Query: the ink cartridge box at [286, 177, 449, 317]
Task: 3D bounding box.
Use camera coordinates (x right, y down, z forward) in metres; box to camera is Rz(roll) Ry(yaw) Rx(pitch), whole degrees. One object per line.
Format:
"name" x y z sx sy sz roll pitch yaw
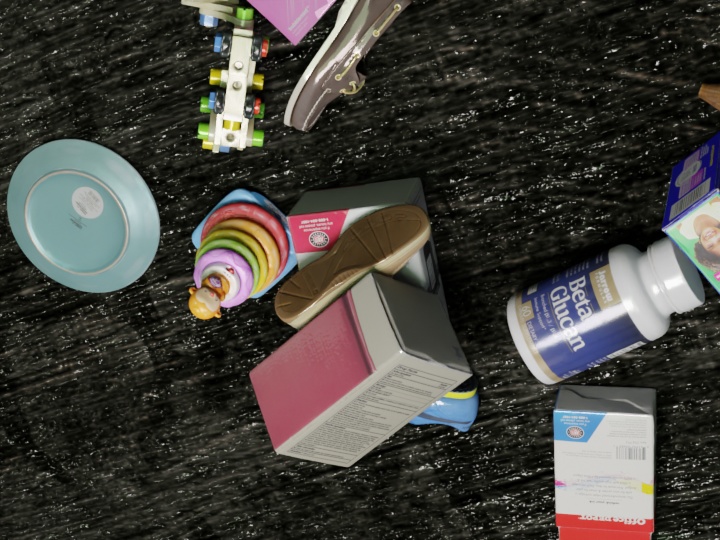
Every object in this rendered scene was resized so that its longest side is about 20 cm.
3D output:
"ink cartridge box" 0.013 0.008 1.649 0.144 0.083 0.201 -6 113 16

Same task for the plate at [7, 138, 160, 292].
"plate" -0.340 -0.061 1.741 0.199 0.026 0.201 6 115 13

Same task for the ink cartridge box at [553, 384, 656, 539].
"ink cartridge box" 0.290 0.239 1.694 0.115 0.067 0.201 2 114 14

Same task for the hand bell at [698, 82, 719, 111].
"hand bell" 0.445 -0.156 1.478 0.199 0.104 0.105 19 118 18

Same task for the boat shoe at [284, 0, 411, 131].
"boat shoe" -0.016 -0.229 1.558 0.059 0.072 0.201 33 112 1

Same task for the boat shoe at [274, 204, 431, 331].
"boat shoe" 0.000 0.000 1.572 0.199 0.072 0.064 -33 137 17

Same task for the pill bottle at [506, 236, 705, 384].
"pill bottle" 0.271 0.039 1.583 0.199 0.111 0.111 -27 105 23

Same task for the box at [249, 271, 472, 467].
"box" -0.002 0.111 1.565 0.200 0.109 0.128 -40 144 25

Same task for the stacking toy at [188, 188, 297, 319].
"stacking toy" -0.150 0.000 1.621 0.116 0.200 0.110 44 117 -7

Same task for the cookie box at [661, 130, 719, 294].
"cookie box" 0.408 -0.024 1.488 0.075 0.171 0.200 -39 100 28

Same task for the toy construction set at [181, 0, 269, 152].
"toy construction set" -0.141 -0.218 1.570 0.091 0.131 0.201 -7 108 -1

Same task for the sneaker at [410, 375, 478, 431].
"sneaker" 0.042 0.149 1.718 0.199 0.066 0.079 12 120 8

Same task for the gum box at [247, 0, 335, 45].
"gum box" -0.041 -0.351 1.508 0.113 0.066 0.200 42 117 -8
